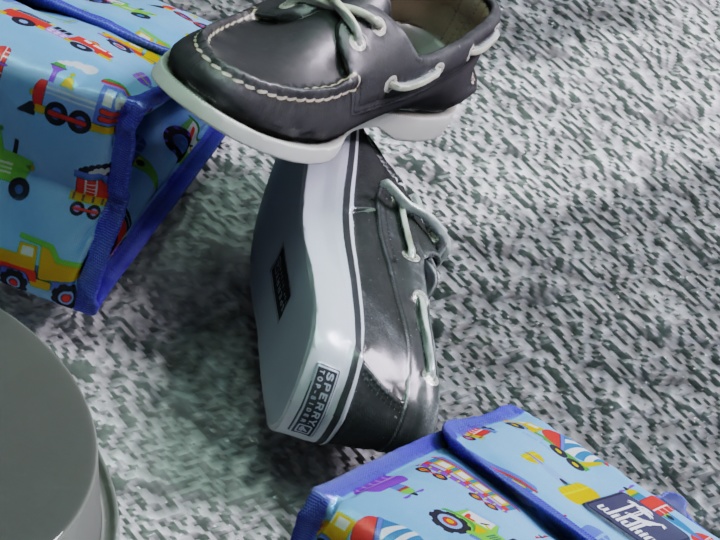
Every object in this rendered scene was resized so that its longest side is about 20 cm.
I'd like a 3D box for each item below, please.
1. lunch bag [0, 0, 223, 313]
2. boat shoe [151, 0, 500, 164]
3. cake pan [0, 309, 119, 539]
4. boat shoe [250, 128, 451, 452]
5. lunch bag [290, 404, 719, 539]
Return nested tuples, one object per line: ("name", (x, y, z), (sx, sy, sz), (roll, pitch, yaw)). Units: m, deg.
("lunch bag", (-0.133, -0.080, 1.162), (0.150, 0.094, 0.200), (21, 24, 7))
("boat shoe", (-0.007, -0.084, 1.105), (0.074, 0.060, 0.200), (43, 23, 22))
("cake pan", (-0.177, 0.063, 0.993), (0.199, 0.037, 0.201), (12, 37, -9))
("boat shoe", (0.001, -0.002, 1.124), (0.068, 0.074, 0.200), (17, 28, -15))
("lunch bag", (0.073, 0.121, 1.003), (0.150, 0.094, 0.200), (30, 25, 18))
